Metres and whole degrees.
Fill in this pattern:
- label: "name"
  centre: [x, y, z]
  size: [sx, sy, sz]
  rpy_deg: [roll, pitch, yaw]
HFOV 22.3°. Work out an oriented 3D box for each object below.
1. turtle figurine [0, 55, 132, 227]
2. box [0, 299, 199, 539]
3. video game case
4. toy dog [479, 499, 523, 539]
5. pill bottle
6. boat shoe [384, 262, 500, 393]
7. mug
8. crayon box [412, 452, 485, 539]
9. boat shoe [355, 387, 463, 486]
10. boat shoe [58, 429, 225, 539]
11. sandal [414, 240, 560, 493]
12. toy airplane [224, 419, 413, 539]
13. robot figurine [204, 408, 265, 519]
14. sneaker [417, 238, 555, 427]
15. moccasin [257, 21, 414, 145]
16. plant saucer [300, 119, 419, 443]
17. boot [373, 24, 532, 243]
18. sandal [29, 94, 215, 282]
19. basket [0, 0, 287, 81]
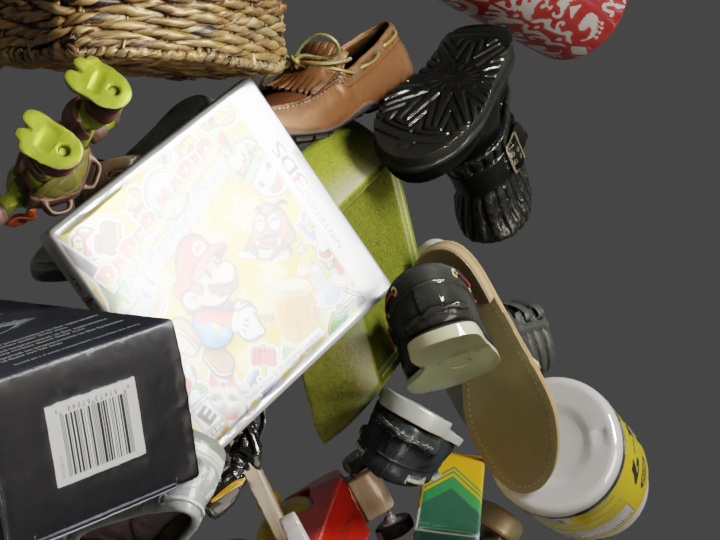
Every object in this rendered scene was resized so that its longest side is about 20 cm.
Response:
- label: "turtle figurine"
  centre: [-0.205, -0.064, 1.165]
  size: [0.200, 0.161, 0.065]
  rpy_deg: [-38, 91, -27]
- label: "box"
  centre: [-0.221, 0.090, 1.126]
  size: [0.147, 0.199, 0.105]
  rpy_deg: [-19, 106, -41]
- label: "video game case"
  centre: [-0.091, -0.004, 1.233]
  size: [0.200, 0.023, 0.183]
  rpy_deg: [-42, 103, -34]
- label: "toy dog"
  centre: [0.157, 0.280, 1.547]
  size: [0.132, 0.200, 0.096]
  rpy_deg: [-43, 142, -5]
- label: "pill bottle"
  centre: [0.183, 0.166, 1.557]
  size: [0.200, 0.113, 0.115]
  rpy_deg: [42, 61, -66]
- label: "boat shoe"
  centre: [0.059, 0.046, 1.346]
  size: [0.202, 0.073, 0.064]
  rpy_deg: [70, 2, -73]
- label: "mug"
  centre: [0.131, -0.278, 1.506]
  size: [0.199, 0.133, 0.179]
  rpy_deg: [23, 78, -47]
- label: "crayon box"
  centre: [0.065, 0.223, 1.429]
  size: [0.200, 0.051, 0.127]
  rpy_deg: [-73, 169, -74]
- label: "boat shoe"
  centre: [0.030, 0.127, 1.354]
  size: [0.061, 0.075, 0.200]
  rpy_deg: [-60, 168, -4]
- label: "boat shoe"
  centre: [-0.156, 0.176, 1.208]
  size: [0.074, 0.202, 0.065]
  rpy_deg: [30, 43, -21]
- label: "sandal"
  centre: [0.111, 0.067, 1.460]
  size: [0.213, 0.077, 0.070]
  rpy_deg: [65, 28, -10]
- label: "toy airplane"
  centre: [-0.052, 0.211, 1.345]
  size: [0.199, 0.140, 0.201]
  rpy_deg: [44, 29, -51]
- label: "robot figurine"
  centre: [-0.131, 0.074, 1.274]
  size: [0.058, 0.144, 0.202]
  rpy_deg: [95, 5, -73]
- label: "sneaker"
  centre: [0.103, 0.037, 1.543]
  size: [0.099, 0.070, 0.201]
  rpy_deg: [-46, 129, -35]
- label: "moccasin"
  centre: [-0.031, -0.144, 1.389]
  size: [0.201, 0.073, 0.078]
  rpy_deg: [-27, 110, -41]
- label: "plant saucer"
  centre: [0.000, 0.000, 1.393]
  size: [0.200, 0.047, 0.202]
  rpy_deg: [-48, 128, -62]
- label: "boot"
  centre: [0.081, -0.083, 1.455]
  size: [0.211, 0.079, 0.159]
  rpy_deg: [-50, 142, -48]
- label: "sandal"
  centre: [-0.168, -0.063, 1.259]
  size: [0.202, 0.079, 0.058]
  rpy_deg: [-57, 131, -37]
- label: "basket"
  centre: [-0.144, -0.207, 1.223]
  size: [0.199, 0.142, 0.151]
  rpy_deg: [0, 92, -44]
